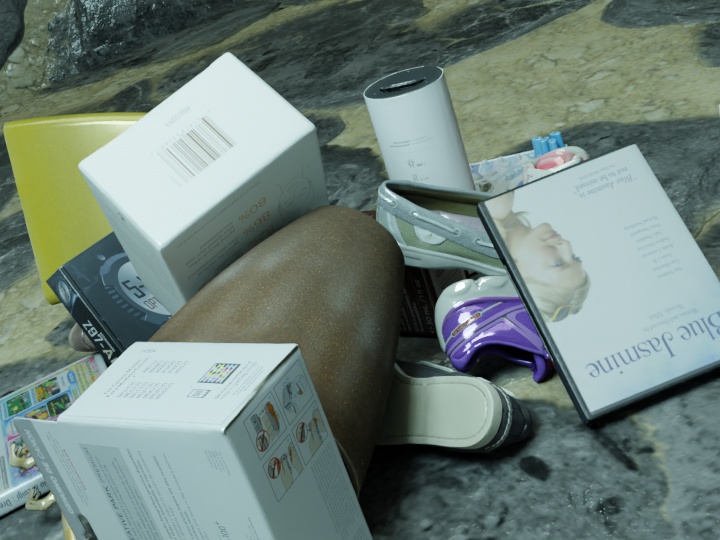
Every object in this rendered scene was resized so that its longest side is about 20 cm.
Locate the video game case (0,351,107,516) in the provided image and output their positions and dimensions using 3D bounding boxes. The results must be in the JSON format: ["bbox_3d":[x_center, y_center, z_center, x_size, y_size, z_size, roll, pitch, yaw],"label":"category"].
[{"bbox_3d":[-0.316,0.160,1.006,0.181,0.024,0.200,-26,25,-13],"label":"video game case"}]

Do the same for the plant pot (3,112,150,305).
[{"bbox_3d":[-0.253,-0.088,1.181,0.175,0.201,0.200,-13,2,15],"label":"plant pot"}]

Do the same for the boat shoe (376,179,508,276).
[{"bbox_3d":[0.112,-0.039,0.876,0.201,0.065,0.075,6,42,3],"label":"boat shoe"}]

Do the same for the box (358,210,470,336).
[{"bbox_3d":[0.000,0.000,1.001,0.199,0.101,0.075,1,32,39],"label":"box"}]

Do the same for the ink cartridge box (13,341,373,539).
[{"bbox_3d":[-0.095,0.148,0.651,0.175,0.201,0.084,-1,30,33],"label":"ink cartridge box"}]

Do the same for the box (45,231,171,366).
[{"bbox_3d":[-0.180,0.016,1.030,0.200,0.161,0.043,-40,7,-38],"label":"box"}]

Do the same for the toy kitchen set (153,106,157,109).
[{"bbox_3d":[-0.175,-0.184,1.427,0.199,0.164,0.180,6,36,43],"label":"toy kitchen set"}]

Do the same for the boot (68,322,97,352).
[{"bbox_3d":[-0.226,0.028,1.145,0.146,0.071,0.200,-17,11,22],"label":"boot"}]

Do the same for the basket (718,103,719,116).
[{"bbox_3d":[0.396,-0.060,0.755,0.199,0.162,0.198,-18,25,2],"label":"basket"}]

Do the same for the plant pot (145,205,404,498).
[{"bbox_3d":[-0.045,0.051,0.785,0.186,0.187,0.200,-1,42,35],"label":"plant pot"}]

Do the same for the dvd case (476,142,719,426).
[{"bbox_3d":[0.193,0.005,0.803,0.142,0.018,0.201,-21,64,-5],"label":"dvd case"}]

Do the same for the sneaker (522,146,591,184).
[{"bbox_3d":[0.174,-0.045,0.960,0.075,0.105,0.200,-3,31,29],"label":"sneaker"}]

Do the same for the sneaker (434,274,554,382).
[{"bbox_3d":[0.161,0.046,0.845,0.199,0.081,0.084,-9,68,1],"label":"sneaker"}]

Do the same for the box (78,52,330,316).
[{"bbox_3d":[-0.114,-0.046,0.856,0.152,0.200,0.106,-41,66,-17],"label":"box"}]

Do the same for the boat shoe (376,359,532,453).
[{"bbox_3d":[0.049,0.108,0.823,0.063,0.073,0.199,16,-8,-39],"label":"boat shoe"}]

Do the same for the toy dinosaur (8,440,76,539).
[{"bbox_3d":[-0.238,0.161,0.865,0.101,0.058,0.200,-16,30,18],"label":"toy dinosaur"}]

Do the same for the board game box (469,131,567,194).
[{"bbox_3d":[0.129,-0.089,1.173,0.199,0.026,0.200,-11,27,19],"label":"board game box"}]

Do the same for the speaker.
[{"bbox_3d":[0.068,-0.094,1.018,0.081,0.201,0.081,-16,25,8],"label":"speaker"}]
